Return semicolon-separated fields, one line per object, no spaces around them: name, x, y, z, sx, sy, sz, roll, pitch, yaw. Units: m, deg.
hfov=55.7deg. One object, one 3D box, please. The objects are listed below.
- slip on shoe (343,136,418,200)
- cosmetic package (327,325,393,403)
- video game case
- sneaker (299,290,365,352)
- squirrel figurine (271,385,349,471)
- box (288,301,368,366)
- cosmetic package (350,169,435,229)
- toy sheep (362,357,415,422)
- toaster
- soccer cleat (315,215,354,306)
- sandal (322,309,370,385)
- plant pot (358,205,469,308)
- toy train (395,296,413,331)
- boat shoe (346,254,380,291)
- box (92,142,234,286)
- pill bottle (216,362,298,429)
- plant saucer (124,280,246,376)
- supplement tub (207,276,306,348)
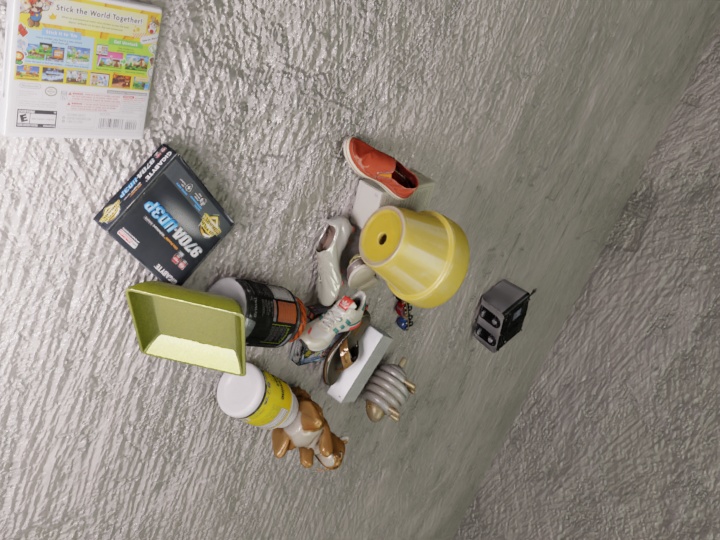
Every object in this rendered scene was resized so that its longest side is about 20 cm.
slip on shoe;0.044;-0.214;1.396;0.198;0.060;0.076;32;55;-32
cosmetic package;0.002;0.244;1.767;0.203;0.051;0.151;-58;166;-1
video game case;-0.360;-0.263;0.885;0.197;0.023;0.186;-11;126;-49
sneaker;-0.057;0.101;1.491;0.198;0.070;0.095;-25;146;-47
squirrel figurine;-0.111;0.377;1.617;0.141;0.201;0.186;-44;126;8
box;-0.073;0.143;1.619;0.198;0.039;0.140;-7;122;-51
cosmetic package;0.075;-0.156;1.532;0.197;0.073;0.106;-16;131;-47
toy sheep;0.080;0.334;1.912;0.202;0.136;0.139;-55;150;-23
toaster;0.487;0.149;2.325;0.198;0.118;0.184;-31;141;-35
soccer cleat;-0.070;-0.020;1.463;0.076;0.069;0.205;-5;114;-45
sandal;-0.026;0.191;1.634;0.202;0.054;0.082;-57;148;-1
plant pot;0.101;-0.042;1.438;0.187;0.200;0.204;22;100;-43
toy train;0.116;0.099;1.849;0.045;0.034;0.203;-37;143;-23
boat shoe;0.000;0.000;1.527;0.071;0.061;0.200;-29;166;4
box;-0.307;-0.079;1.094;0.160;0.046;0.201;-50;148;-12
pill bottle;-0.214;0.277;1.471;0.113;0.111;0.200;-53;149;-5
plant saucer;-0.283;0.091;1.151;0.202;0.194;0.049;102;1;-52
supplement tub;-0.198;0.085;1.316;0.198;0.121;0.125;17;104;-57
